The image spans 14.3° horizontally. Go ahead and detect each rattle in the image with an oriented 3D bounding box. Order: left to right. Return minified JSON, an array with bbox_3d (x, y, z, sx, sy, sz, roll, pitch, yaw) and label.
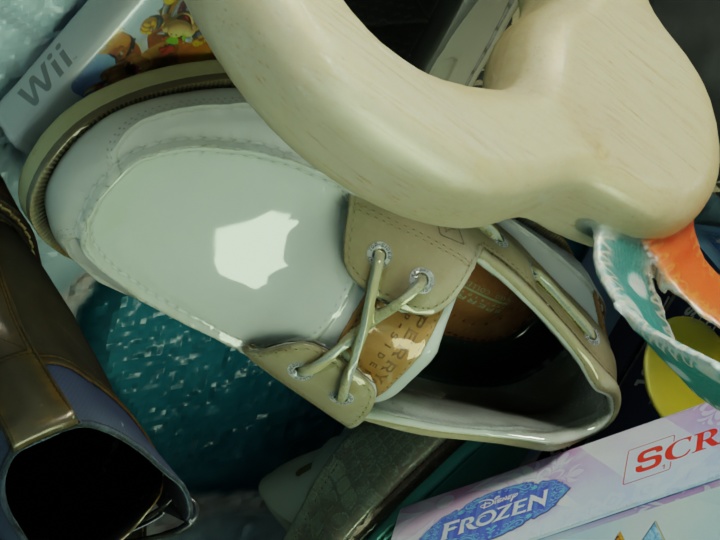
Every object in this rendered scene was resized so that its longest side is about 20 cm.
[{"bbox_3d":[0.009,-0.026,0.655,0.143,0.130,0.200,-35,107,28],"label":"rattle"}]

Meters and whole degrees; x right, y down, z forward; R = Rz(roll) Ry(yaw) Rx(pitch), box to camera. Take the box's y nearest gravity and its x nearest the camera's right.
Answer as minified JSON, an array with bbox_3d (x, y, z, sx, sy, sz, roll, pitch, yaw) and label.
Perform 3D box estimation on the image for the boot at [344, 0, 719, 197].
[{"bbox_3d":[0.096,-0.097,0.733,0.150,0.073,0.200,13,125,-34],"label":"boot"}]

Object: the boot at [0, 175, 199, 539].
[{"bbox_3d":[-0.087,0.065,0.783,0.074,0.097,0.201,-28,140,-9],"label":"boot"}]

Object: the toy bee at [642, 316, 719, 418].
[{"bbox_3d":[0.153,0.017,0.864,0.200,0.109,0.131,-37,147,22],"label":"toy bee"}]

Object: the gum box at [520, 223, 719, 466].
[{"bbox_3d":[0.128,0.067,0.982,0.199,0.045,0.170,4,126,-39],"label":"gum box"}]

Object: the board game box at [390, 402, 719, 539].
[{"bbox_3d":[0.139,0.124,0.827,0.199,0.041,0.201,-20,116,23],"label":"board game box"}]

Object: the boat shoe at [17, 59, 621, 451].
[{"bbox_3d":[0.000,0.000,0.776,0.199,0.069,0.075,14,121,-43],"label":"boat shoe"}]

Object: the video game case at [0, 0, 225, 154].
[{"bbox_3d":[0.014,-0.086,0.769,0.200,0.018,0.143,-47,140,14],"label":"video game case"}]

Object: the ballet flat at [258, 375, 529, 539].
[{"bbox_3d":[-0.021,0.096,0.890,0.200,0.062,0.067,-54,156,13],"label":"ballet flat"}]
